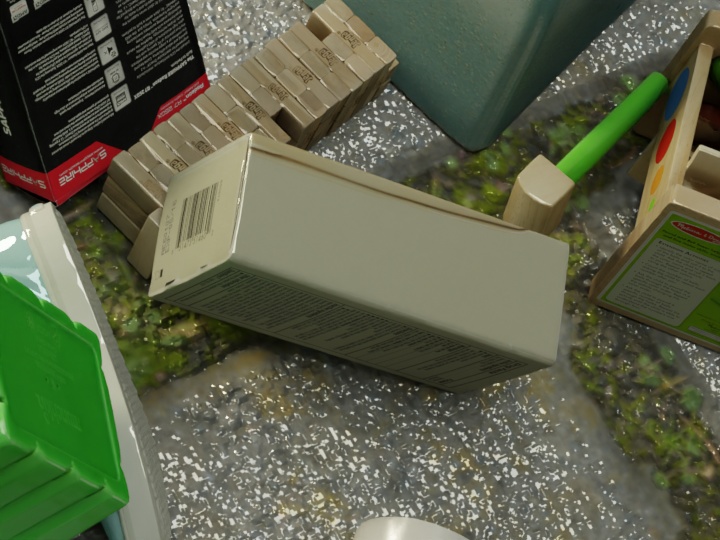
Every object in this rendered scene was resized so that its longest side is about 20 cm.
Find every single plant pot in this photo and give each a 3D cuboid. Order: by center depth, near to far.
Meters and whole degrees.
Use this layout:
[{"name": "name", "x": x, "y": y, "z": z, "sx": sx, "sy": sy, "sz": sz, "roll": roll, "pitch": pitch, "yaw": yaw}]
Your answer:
[{"name": "plant pot", "x": 0.083, "y": -0.234, "z": 1.473, "sx": 0.196, "sy": 0.200, "sz": 0.196, "roll": 42, "pitch": 58, "yaw": 6}]

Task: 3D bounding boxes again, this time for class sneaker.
[{"name": "sneaker", "x": -0.160, "y": 0.069, "z": 1.322, "sx": 0.082, "sy": 0.074, "sz": 0.201, "roll": -22, "pitch": 74, "yaw": 1}]

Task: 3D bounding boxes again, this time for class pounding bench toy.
[{"name": "pounding bench toy", "x": 0.191, "y": -0.065, "z": 1.465, "sx": 0.199, "sy": 0.124, "sz": 0.157, "roll": 21, "pitch": 59, "yaw": -7}]

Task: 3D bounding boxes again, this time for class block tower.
[{"name": "block tower", "x": -0.063, "y": -0.080, "z": 1.429, "sx": 0.058, "sy": 0.054, "sz": 0.200, "roll": 44, "pitch": 59, "yaw": 7}]

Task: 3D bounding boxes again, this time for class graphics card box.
[{"name": "graphics card box", "x": -0.158, "y": -0.152, "z": 1.361, "sx": 0.051, "sy": 0.201, "sz": 0.125, "roll": 24, "pitch": 50, "yaw": 40}]

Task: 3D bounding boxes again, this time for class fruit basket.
[{"name": "fruit basket", "x": -0.235, "y": 0.071, "z": 1.200, "sx": 0.214, "sy": 0.216, "sz": 0.156, "roll": -6, "pitch": 70, "yaw": -21}]

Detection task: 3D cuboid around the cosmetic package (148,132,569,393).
[{"name": "cosmetic package", "x": 0.000, "y": 0.000, "z": 1.349, "sx": 0.199, "sy": 0.103, "sz": 0.074, "roll": 18, "pitch": 70, "yaw": -27}]

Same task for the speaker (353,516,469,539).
[{"name": "speaker", "x": 0.007, "y": 0.227, "z": 1.279, "sx": 0.081, "sy": 0.081, "sz": 0.201, "roll": 23, "pitch": 59, "yaw": -6}]
